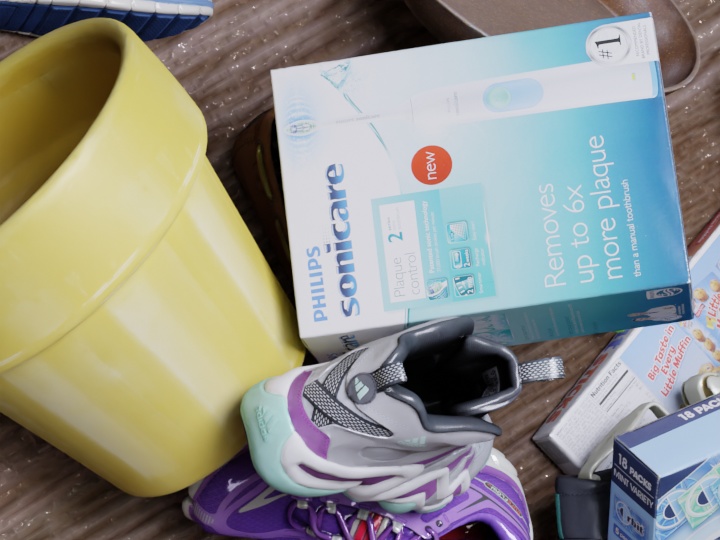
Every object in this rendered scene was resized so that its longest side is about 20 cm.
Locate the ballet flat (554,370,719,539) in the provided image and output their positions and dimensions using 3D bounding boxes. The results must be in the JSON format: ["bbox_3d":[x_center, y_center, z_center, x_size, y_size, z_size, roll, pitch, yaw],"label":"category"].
[{"bbox_3d":[0.188,0.097,1.611,0.200,0.073,0.073,-27,91,-25],"label":"ballet flat"}]

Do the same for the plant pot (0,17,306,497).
[{"bbox_3d":[-0.133,0.006,1.454,0.189,0.201,0.201,47,64,-25],"label":"plant pot"}]

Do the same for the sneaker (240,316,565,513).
[{"bbox_3d":[0.049,0.068,1.439,0.200,0.140,0.078,1,68,-58],"label":"sneaker"}]

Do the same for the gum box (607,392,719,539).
[{"bbox_3d":[0.214,0.151,1.583,0.170,0.045,0.200,-20,129,-26],"label":"gum box"}]

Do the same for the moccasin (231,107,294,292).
[{"bbox_3d":[0.002,-0.001,1.563,0.074,0.078,0.202,-25,90,-12],"label":"moccasin"}]

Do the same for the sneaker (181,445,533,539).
[{"bbox_3d":[0.005,0.128,1.526,0.200,0.081,0.083,6,39,-22],"label":"sneaker"}]

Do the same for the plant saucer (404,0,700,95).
[{"bbox_3d":[0.096,-0.150,1.615,0.200,0.035,0.200,22,32,-14],"label":"plant saucer"}]

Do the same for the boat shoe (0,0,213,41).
[{"bbox_3d":[-0.173,-0.167,1.529,0.200,0.072,0.072,4,76,-23],"label":"boat shoe"}]

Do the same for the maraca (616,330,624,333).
[{"bbox_3d":[0.102,-0.038,1.610,0.200,0.107,0.137,22,69,-42],"label":"maraca"}]

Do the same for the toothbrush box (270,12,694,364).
[{"bbox_3d":[0.063,-0.039,1.473,0.200,0.085,0.147,-8,75,7],"label":"toothbrush box"}]

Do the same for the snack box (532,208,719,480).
[{"bbox_3d":[0.185,0.051,1.668,0.072,0.024,0.200,46,65,-10],"label":"snack box"}]
